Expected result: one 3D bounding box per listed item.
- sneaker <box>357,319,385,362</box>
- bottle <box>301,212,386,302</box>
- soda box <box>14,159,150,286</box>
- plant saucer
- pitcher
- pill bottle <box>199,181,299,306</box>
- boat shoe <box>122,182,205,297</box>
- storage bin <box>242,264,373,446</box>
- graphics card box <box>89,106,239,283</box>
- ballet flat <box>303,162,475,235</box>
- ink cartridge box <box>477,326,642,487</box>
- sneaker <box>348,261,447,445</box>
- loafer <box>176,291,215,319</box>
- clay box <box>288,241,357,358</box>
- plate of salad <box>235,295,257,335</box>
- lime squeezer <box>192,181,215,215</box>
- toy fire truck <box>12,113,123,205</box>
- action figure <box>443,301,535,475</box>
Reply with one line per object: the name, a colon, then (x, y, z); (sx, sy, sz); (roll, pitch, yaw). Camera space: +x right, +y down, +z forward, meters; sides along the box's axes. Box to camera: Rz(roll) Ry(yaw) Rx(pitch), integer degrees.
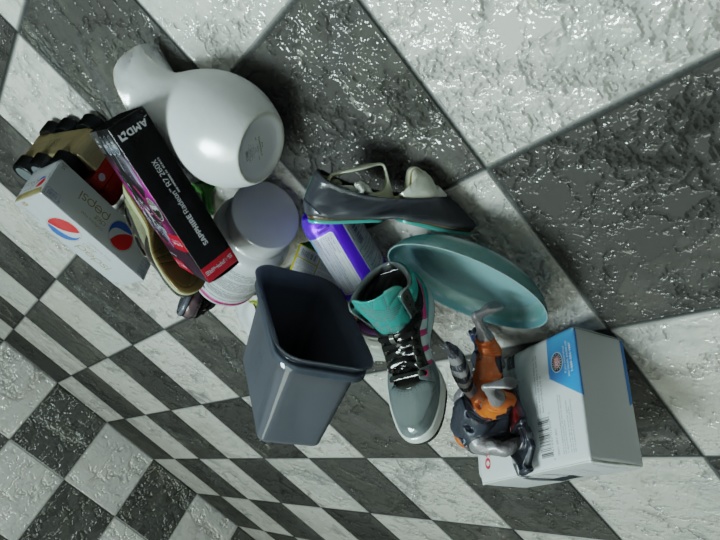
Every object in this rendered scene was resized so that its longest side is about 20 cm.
sneaker: (-0.018, 0.100, 0.915); (0.195, 0.076, 0.101); (12, 139, 28)
bottle: (0.000, 0.000, 0.753); (0.064, 0.084, 0.203); (-25, 111, 18)
soda box: (-0.399, -0.063, 0.880); (0.066, 0.065, 0.201); (-10, 137, 28)
plant saucer: (0.125, 0.010, 0.689); (0.195, 0.028, 0.201); (24, 164, 7)
pitcher: (-0.184, -0.157, 0.706); (0.196, 0.122, 0.175); (26, 145, 25)
pill bottle: (-0.164, -0.034, 0.837); (0.112, 0.115, 0.199); (38, 146, -9)
boat shoe: (-0.274, -0.044, 0.831); (0.203, 0.072, 0.065); (60, 143, 19)
storage bin: (-0.074, 0.109, 0.737); (0.142, 0.201, 0.137); (13, 115, -25)
graphics card box: (-0.231, -0.087, 0.700); (0.124, 0.050, 0.204); (19, 140, 56)
ballet flat: (0.035, -0.080, 0.644); (0.193, 0.075, 0.074); (4, 145, -7)
ink cartridge box: (0.231, 0.177, 0.732); (0.081, 0.150, 0.200); (12, 151, -21)
sneaker: (0.040, 0.072, 0.644); (0.082, 0.205, 0.121); (-20, 141, 23)
loafer: (-0.253, 0.032, 0.970); (0.062, 0.073, 0.200); (29, -172, -16)
clay box: (-0.069, 0.077, 0.846); (0.112, 0.048, 0.205); (26, 102, 9)
plate of salad: (-0.147, 0.123, 1.070); (0.195, 0.049, 0.203); (22, 144, 17)
lime squeezer: (-0.218, -0.105, 0.820); (0.037, 0.073, 0.199); (10, 178, -17)
toy fire truck: (-0.427, -0.124, 0.951); (0.172, 0.131, 0.201); (3, 148, 34)
action figure: (0.136, 0.132, 0.707); (0.101, 0.203, 0.198); (-8, 131, -7)
